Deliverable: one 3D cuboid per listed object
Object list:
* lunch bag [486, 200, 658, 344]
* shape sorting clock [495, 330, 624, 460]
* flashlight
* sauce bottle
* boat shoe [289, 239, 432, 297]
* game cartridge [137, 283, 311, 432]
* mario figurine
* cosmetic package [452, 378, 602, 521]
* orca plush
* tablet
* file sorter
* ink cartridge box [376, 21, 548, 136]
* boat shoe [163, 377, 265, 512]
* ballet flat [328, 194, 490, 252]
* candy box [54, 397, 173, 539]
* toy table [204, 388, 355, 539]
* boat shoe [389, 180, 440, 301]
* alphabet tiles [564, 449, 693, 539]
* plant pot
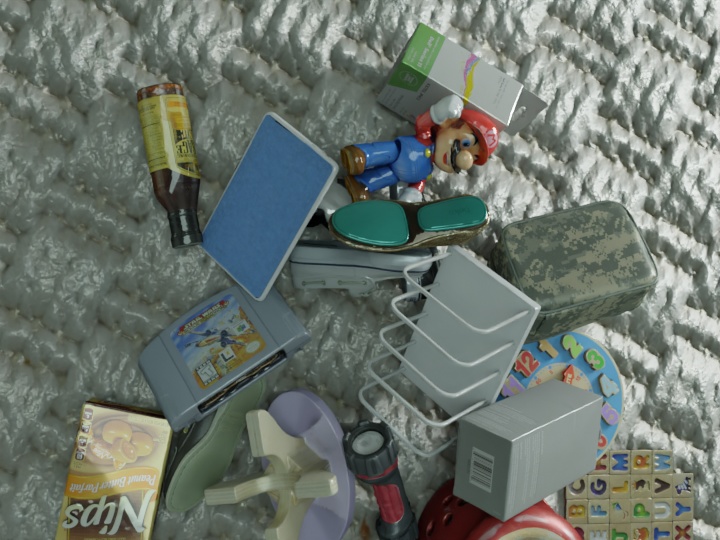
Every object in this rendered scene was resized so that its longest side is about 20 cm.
[{"bbox_3d":[0.258,0.018,1.059,0.196,0.169,0.142,-14,62,-12],"label":"lunch bag"},{"bbox_3d":[0.275,0.182,1.119,0.195,0.039,0.205,0,88,-9],"label":"shape sorting clock"},{"bbox_3d":[0.028,0.278,1.014,0.066,0.068,0.203,-17,124,-4],"label":"flashlight"},{"bbox_3d":[-0.237,-0.131,1.031,0.064,0.066,0.205,-11,92,-10],"label":"sauce bottle"},{"bbox_3d":[0.000,0.000,1.042,0.196,0.073,0.068,6,105,27],"label":"boat shoe"},{"bbox_3d":[-0.174,0.095,1.009,0.198,0.042,0.134,-33,57,-13],"label":"game cartridge"},{"bbox_3d":[0.080,-0.134,0.985,0.196,0.124,0.108,-19,78,-8],"label":"mario figurine"},{"bbox_3d":[0.211,0.215,1.001,0.197,0.089,0.110,-11,109,-44],"label":"cosmetic package"},{"bbox_3d":[-0.074,-0.085,1.054,0.197,0.106,0.072,24,122,-1],"label":"orca plush"},{"bbox_3d":[-0.118,-0.079,1.012,0.130,0.014,0.202,39,108,23],"label":"tablet"},{"bbox_3d":[0.096,0.100,0.980,0.138,0.123,0.203,38,125,29],"label":"file sorter"},{"bbox_3d":[0.132,-0.221,1.063,0.197,0.117,0.068,29,71,-7],"label":"ink cartridge box"},{"bbox_3d":[-0.193,0.207,1.032,0.071,0.060,0.204,34,86,-47],"label":"boat shoe"},{"bbox_3d":[0.058,-0.049,0.982,0.195,0.066,0.072,-2,68,-4],"label":"ballet flat"},{"bbox_3d":[-0.305,0.272,1.011,0.113,0.055,0.205,11,86,-8],"label":"candy box"},{"bbox_3d":[-0.086,0.257,0.991,0.181,0.117,0.204,-24,84,25],"label":"toy table"},{"bbox_3d":[0.079,-0.063,1.075,0.066,0.074,0.204,-8,90,-5],"label":"boat shoe"},{"bbox_3d":[0.382,0.340,1.150,0.195,0.006,0.171,2,89,-9],"label":"alphabet tiles"},{"bbox_3d":[0.179,0.373,1.029,0.195,0.182,0.206,0,89,-7],"label":"plant pot"}]
